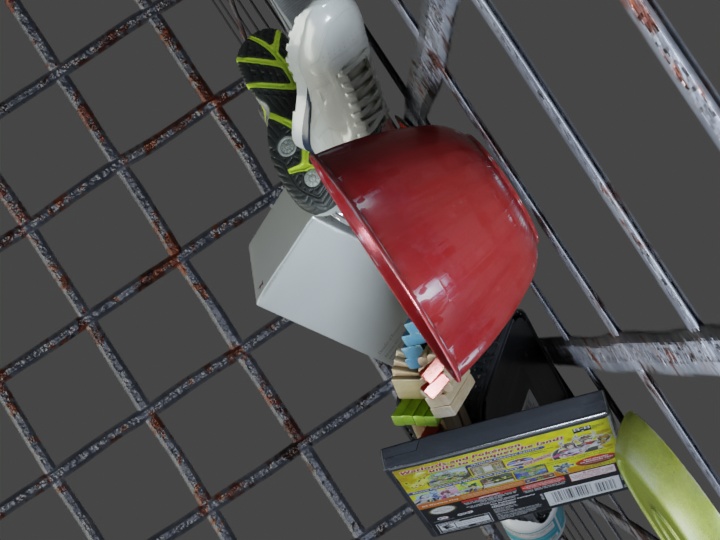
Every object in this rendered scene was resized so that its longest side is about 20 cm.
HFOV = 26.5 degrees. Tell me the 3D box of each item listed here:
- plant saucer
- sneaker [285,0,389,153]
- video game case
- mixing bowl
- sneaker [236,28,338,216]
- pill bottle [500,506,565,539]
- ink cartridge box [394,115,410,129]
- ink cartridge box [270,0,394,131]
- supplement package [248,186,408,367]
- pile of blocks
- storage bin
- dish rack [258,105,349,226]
[{"bbox_3d":[0.255,0.202,1.196,0.201,0.031,0.200,57,179,2],"label":"plant saucer"},{"bbox_3d":[-0.011,-0.156,1.282,0.080,0.076,0.200,41,158,25],"label":"sneaker"},{"bbox_3d":[0.136,0.176,1.360,0.181,0.199,0.026,59,-162,-58],"label":"video game case"},{"bbox_3d":[0.060,-0.030,1.114,0.201,0.108,0.200,57,178,3],"label":"mixing bowl"},{"bbox_3d":[-0.052,-0.138,1.455,0.076,0.075,0.201,42,-154,-62],"label":"sneaker"},{"bbox_3d":[0.285,0.400,2.587,0.111,0.110,0.200,55,177,26],"label":"pill bottle"},{"bbox_3d":[0.068,-0.056,1.357,0.109,0.050,0.200,57,178,-29],"label":"ink cartridge box"},{"bbox_3d":[-0.030,-0.199,1.464,0.200,0.040,0.200,60,-179,42],"label":"ink cartridge box"},{"bbox_3d":[0.000,0.000,1.559,0.199,0.118,0.117,25,-154,-22],"label":"supplement package"},{"bbox_3d":[0.057,0.093,1.321,0.082,0.062,0.201,18,132,19],"label":"pile of blocks"},{"bbox_3d":[0.127,0.140,1.486,0.093,0.136,0.200,2,142,31],"label":"storage bin"},{"bbox_3d":[-0.002,-0.110,1.561,0.171,0.044,0.200,14,-149,-42],"label":"dish rack"}]
